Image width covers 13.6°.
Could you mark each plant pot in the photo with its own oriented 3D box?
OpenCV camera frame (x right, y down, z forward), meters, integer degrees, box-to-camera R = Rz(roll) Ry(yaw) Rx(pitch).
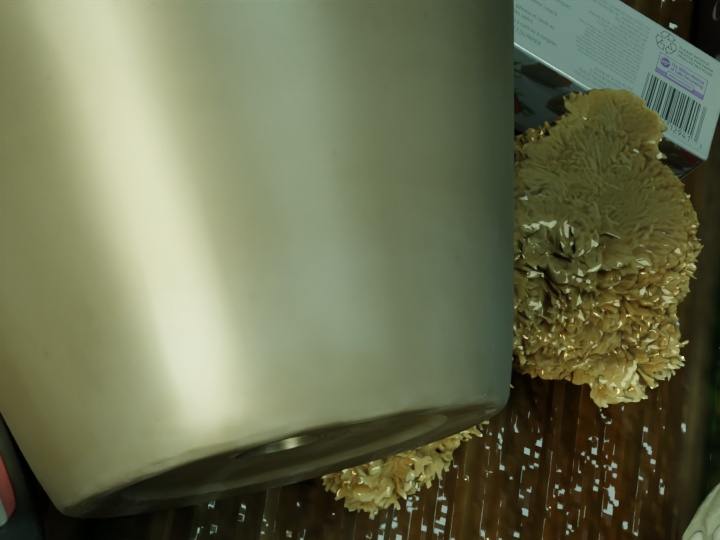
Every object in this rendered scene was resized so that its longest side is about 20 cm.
[{"bbox_3d":[-0.040,-0.035,0.756,0.199,0.200,0.175,-8,80,-32],"label":"plant pot"}]

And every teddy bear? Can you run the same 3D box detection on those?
[{"bbox_3d":[0.000,0.000,0.882,0.199,0.067,0.145,-24,73,-28],"label":"teddy bear"}]

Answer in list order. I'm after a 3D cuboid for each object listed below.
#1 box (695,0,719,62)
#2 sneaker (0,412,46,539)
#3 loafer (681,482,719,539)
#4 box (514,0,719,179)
[{"bbox_3d":[0.227,-0.153,1.005,0.163,0.166,0.201,19,61,-21],"label":"box"},{"bbox_3d":[-0.153,0.017,0.789,0.086,0.074,0.201,-31,95,-3],"label":"sneaker"},{"bbox_3d":[0.122,0.157,0.876,0.069,0.070,0.201,16,70,-29],"label":"loafer"},{"bbox_3d":[0.024,-0.089,0.939,0.199,0.039,0.042,29,57,-16],"label":"box"}]
